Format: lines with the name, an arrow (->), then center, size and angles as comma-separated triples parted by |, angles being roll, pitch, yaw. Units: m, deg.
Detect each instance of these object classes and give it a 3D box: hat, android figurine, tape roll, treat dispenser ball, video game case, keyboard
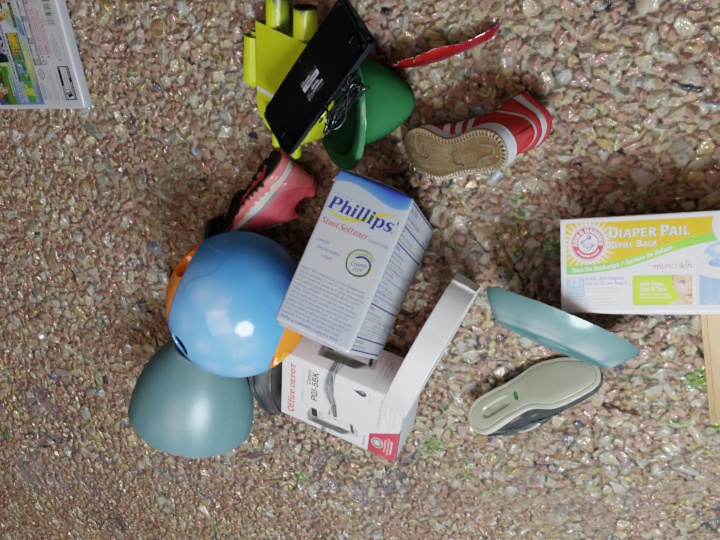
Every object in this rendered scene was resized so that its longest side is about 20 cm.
hat -> 0.053, -0.220, 1.060 | 0.200, 0.175, 0.167 | -150, 52, -64
android figurine -> -0.092, -0.245, 1.076 | 0.182, 0.041, 0.201 | 36, 133, 39
tape roll -> 0.094, 0.098, 1.100 | 0.037, 0.203, 0.204 | 30, 125, 9
treat dispenser ball -> -0.170, 0.046, 1.164 | 0.199, 0.201, 0.202 | 12, 120, 21
video game case -> -0.506, -0.346, 1.273 | 0.181, 0.022, 0.202 | 5, 118, 24
keyboard -> -0.040, -0.212, 0.986 | 0.200, 0.039, 0.105 | -45, 64, 43

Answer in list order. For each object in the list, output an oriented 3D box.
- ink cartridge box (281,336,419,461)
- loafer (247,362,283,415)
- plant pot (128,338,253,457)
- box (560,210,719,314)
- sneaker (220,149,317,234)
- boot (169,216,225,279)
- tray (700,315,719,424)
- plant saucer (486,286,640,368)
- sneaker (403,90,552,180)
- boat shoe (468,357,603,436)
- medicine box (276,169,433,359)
ink cartridge box -> -0.016, 0.179, 1.255 | 0.199, 0.083, 0.148 | 20, 135, 16
loafer -> -0.137, 0.141, 1.318 | 0.072, 0.073, 0.202 | -1, 116, 21
plant pot -> -0.258, 0.175, 1.321 | 0.199, 0.200, 0.136 | 22, 118, 14
box -> 0.337, -0.006, 0.962 | 0.198, 0.101, 0.114 | -3, 86, 27
sneaker -> -0.133, -0.084, 1.196 | 0.086, 0.074, 0.200 | 28, 139, -22
boot -> -0.252, 0.011, 1.312 | 0.130, 0.068, 0.202 | 7, 117, 30
tray -> 0.468, 0.095, 1.014 | 0.098, 0.037, 0.202 | -3, 115, 28
plant saucer -> 0.240, 0.076, 1.027 | 0.199, 0.200, 0.036 | 24, 87, 14
sneaker -> 0.146, -0.165, 1.027 | 0.199, 0.112, 0.072 | 11, 128, 56
boat shoe -> 0.248, 0.178, 1.160 | 0.199, 0.072, 0.067 | -30, 136, 28
medicine box -> 0.000, 0.000, 1.059 | 0.102, 0.182, 0.201 | 22, 87, 15
